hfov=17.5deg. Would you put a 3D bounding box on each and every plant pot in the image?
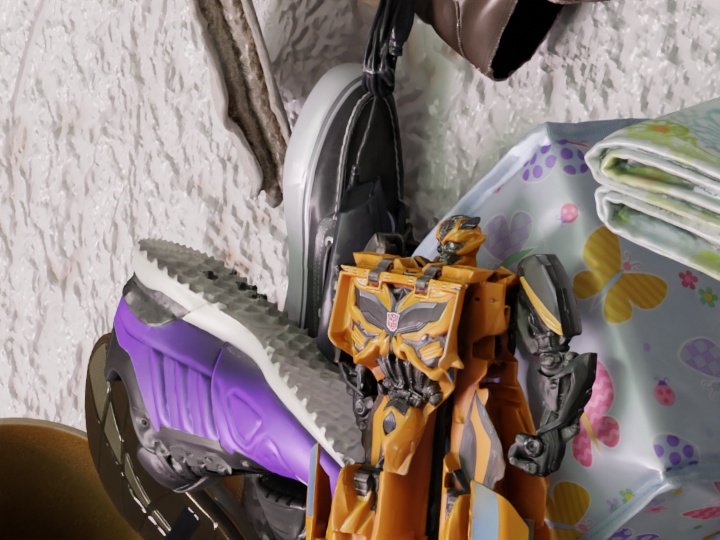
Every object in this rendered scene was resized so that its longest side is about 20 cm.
[{"bbox_3d":[-0.214,0.208,1.349,0.200,0.186,0.187,-49,54,56],"label":"plant pot"}]

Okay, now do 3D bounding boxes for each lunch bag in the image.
[{"bbox_3d":[0.090,0.052,1.012,0.200,0.127,0.170,-45,57,53],"label":"lunch bag"}]

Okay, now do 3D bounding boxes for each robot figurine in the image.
[{"bbox_3d":[0.029,0.077,0.945,0.145,0.058,0.200,8,97,48],"label":"robot figurine"}]

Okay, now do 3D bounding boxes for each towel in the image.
[{"bbox_3d":[-0.072,-0.137,1.161,0.133,0.034,0.200,-110,3,-52],"label":"towel"},{"bbox_3d":[0.203,-0.028,0.819,0.171,0.200,0.048,31,127,44],"label":"towel"}]

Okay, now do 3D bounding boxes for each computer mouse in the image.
[{"bbox_3d":[0.011,-0.050,1.087,0.034,0.059,0.200,11,105,5],"label":"computer mouse"}]

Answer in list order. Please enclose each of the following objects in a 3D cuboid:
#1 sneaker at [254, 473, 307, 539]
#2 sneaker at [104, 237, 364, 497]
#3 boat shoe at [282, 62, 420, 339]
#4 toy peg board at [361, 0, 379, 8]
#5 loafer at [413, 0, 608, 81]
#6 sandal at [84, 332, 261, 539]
[{"bbox_3d":[0.004,0.153,1.125,0.200,0.060,0.104,27,138,55],"label":"sneaker"},{"bbox_3d":[-0.058,0.073,1.131,0.200,0.070,0.100,41,110,39],"label":"sneaker"},{"bbox_3d":[0.000,0.000,1.160,0.066,0.070,0.200,21,107,39],"label":"boat shoe"},{"bbox_3d":[-0.024,-0.248,1.098,0.098,0.200,0.199,-29,67,26],"label":"toy peg board"},{"bbox_3d":[0.102,-0.154,1.042,0.200,0.073,0.071,-46,68,46],"label":"loafer"},{"bbox_3d":[-0.087,0.120,1.279,0.200,0.055,0.082,51,134,18],"label":"sandal"}]
